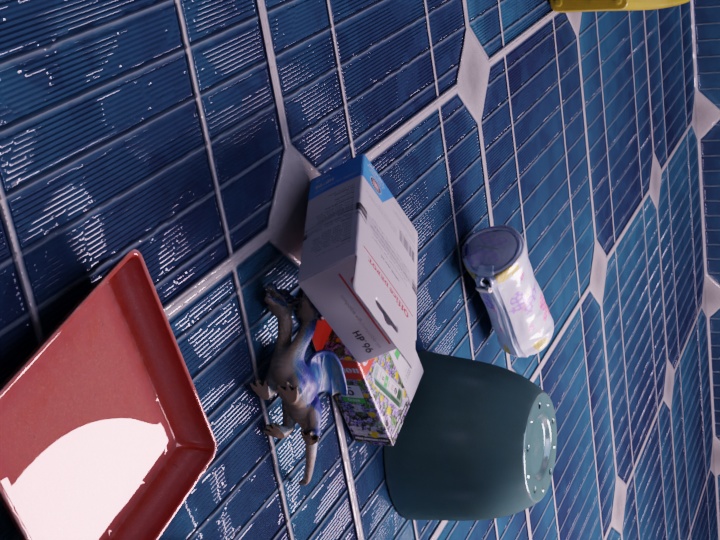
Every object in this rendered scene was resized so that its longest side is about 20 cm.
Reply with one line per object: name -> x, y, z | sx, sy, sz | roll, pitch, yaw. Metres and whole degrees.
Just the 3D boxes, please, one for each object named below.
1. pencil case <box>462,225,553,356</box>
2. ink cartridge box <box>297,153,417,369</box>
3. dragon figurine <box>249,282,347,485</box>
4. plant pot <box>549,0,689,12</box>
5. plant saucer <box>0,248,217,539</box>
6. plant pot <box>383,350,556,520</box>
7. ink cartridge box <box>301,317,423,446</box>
pencil case -> 0.200, 0.031, 1.517 | 0.201, 0.082, 0.092 | 60, 25, -47
ink cartridge box -> 0.000, 0.000, 1.069 | 0.116, 0.067, 0.202 | 53, 25, -32
dragon figurine -> -0.051, 0.108, 1.070 | 0.100, 0.058, 0.202 | -57, 138, -45
plant pot -> 0.391, -0.498, 1.783 | 0.176, 0.198, 0.203 | -35, 123, -44
plant saucer -> -0.192, 0.121, 0.818 | 0.200, 0.036, 0.202 | -56, 138, -46
plant pot -> 0.140, 0.201, 1.343 | 0.200, 0.158, 0.205 | -3, 94, -62
ink cartridge box -> 0.005, 0.077, 1.187 | 0.110, 0.050, 0.202 | -63, 144, -40
